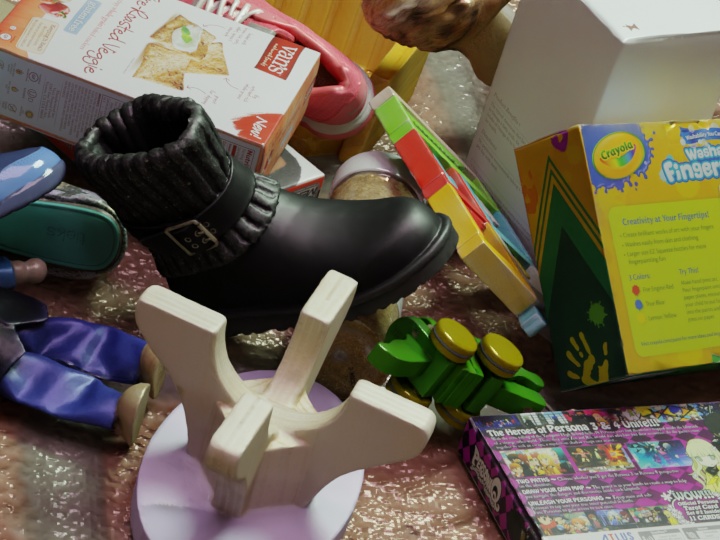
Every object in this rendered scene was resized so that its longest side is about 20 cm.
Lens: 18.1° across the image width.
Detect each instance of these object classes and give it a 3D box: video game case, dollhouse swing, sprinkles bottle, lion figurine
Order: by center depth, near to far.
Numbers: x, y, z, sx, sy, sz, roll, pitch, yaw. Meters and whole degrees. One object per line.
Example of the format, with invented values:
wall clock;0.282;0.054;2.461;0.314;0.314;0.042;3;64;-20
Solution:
video game case;0.183;0.156;1.400;0.199;0.036;0.182;-2;40;-25
sprinkles bottle;0.000;0.000;1.502;0.068;0.068;0.200;16;36;-2
lion figurine;0.093;-0.177;1.653;0.200;0.122;0.073;41;17;-44
dollhouse swing;-0.044;-0.219;1.682;0.199;0.176;0.182;25;36;8

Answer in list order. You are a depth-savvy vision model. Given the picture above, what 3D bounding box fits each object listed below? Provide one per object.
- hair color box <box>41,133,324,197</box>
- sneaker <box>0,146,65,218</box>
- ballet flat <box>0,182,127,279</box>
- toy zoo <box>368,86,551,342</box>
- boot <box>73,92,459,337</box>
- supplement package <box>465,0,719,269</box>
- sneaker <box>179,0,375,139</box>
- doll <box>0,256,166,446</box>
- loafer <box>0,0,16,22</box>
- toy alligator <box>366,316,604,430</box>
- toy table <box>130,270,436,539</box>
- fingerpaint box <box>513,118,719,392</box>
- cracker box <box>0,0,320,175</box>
hair color box;-0.131;-0.086;1.566;0.200;0.061;0.101;40;41;27
sneaker;-0.282;-0.056;1.385;0.199;0.083;0.074;-12;6;-4
ballet flat;-0.249;-0.037;1.461;0.199;0.072;0.072;14;36;-6
toy zoo;0.081;-0.028;1.545;0.131;0.020;0.200;41;15;-46
boot;-0.060;-0.043;1.386;0.210;0.158;0.080;-13;33;23
supplement package;0.171;-0.118;1.617;0.117;0.201;0.117;-8;43;-31
sneaker;-0.076;-0.170;1.607;0.200;0.074;0.087;29;-7;7
doll;-0.218;0.039;1.372;0.199;0.049;0.137;18;47;4
loafer;-0.281;-0.176;1.600;0.199;0.068;0.076;4;37;-36
toy alligator;0.076;0.064;1.433;0.199;0.059;0.054;19;31;-37
toy table;-0.055;0.090;1.317;0.183;0.117;0.200;18;37;-2
fingerpaint box;0.211;-0.014;1.519;0.199;0.073;0.168;-6;82;-38
cracker box;-0.141;-0.129;1.516;0.199;0.058;0.134;21;36;3
